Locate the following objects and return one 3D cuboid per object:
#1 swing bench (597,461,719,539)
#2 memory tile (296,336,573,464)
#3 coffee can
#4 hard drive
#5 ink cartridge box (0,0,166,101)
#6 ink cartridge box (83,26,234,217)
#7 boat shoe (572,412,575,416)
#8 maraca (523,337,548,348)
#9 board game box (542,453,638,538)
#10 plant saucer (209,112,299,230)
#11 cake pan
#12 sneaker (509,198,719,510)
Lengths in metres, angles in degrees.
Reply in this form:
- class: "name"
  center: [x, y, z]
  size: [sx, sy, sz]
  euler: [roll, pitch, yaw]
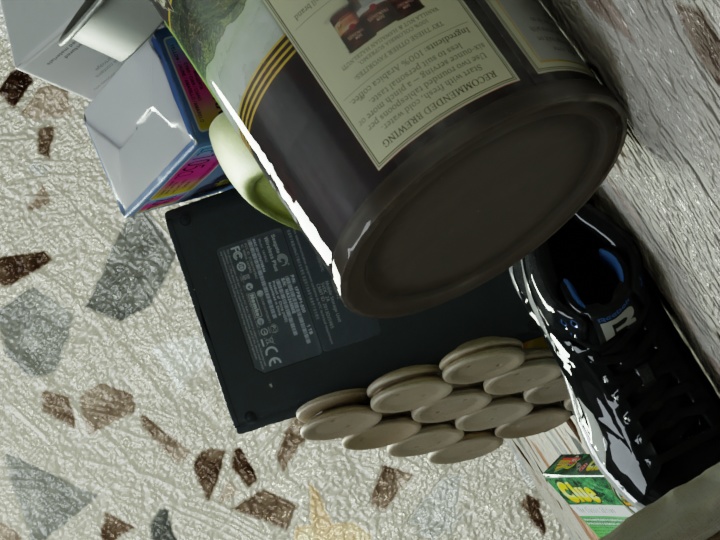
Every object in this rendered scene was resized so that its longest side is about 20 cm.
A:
- class: "swing bench"
  center: [0.163, 0.203, 1.370]
  size: [0.200, 0.198, 0.130]
  euler: [58, 178, -14]
- class: "memory tile"
  center: [0.066, 0.079, 1.681]
  size: [0.200, 0.153, 0.017]
  euler: [16, -125, -57]
- class: "coffee can"
  center: [0.004, -0.102, 1.235]
  size: [0.200, 0.146, 0.146]
  euler: [56, 178, 23]
- class: "hard drive"
  center: [0.000, 0.000, 1.648]
  size: [0.033, 0.199, 0.140]
  euler: [-26, -82, -79]
- class: "ink cartridge box"
  center: [-0.130, -0.171, 1.748]
  size: [0.200, 0.083, 0.146]
  euler: [22, -140, -46]
- class: "ink cartridge box"
  center: [-0.044, -0.107, 1.644]
  size: [0.136, 0.199, 0.077]
  euler: [-37, 73, 61]
- class: "boat shoe"
  center: [0.100, 0.028, 2.035]
  size: [0.200, 0.060, 0.076]
  euler: [56, 178, 29]
- class: "maraca"
  center: [0.060, 0.008, 1.729]
  size: [0.200, 0.107, 0.137]
  euler: [37, 149, -20]
- class: "board game box"
  center: [0.182, 0.147, 1.606]
  size: [0.105, 0.023, 0.200]
  euler: [46, 163, -12]
- class: "plant saucer"
  center: [0.013, -0.045, 1.521]
  size: [0.200, 0.199, 0.031]
  euler: [64, -144, -71]
- class: "cake pan"
  center: [-0.093, -0.193, 1.548]
  size: [0.037, 0.201, 0.200]
  euler: [38, -179, -10]
- class: "sneaker"
  center: [0.136, 0.050, 1.428]
  size: [0.200, 0.073, 0.112]
  euler: [57, 177, 10]
